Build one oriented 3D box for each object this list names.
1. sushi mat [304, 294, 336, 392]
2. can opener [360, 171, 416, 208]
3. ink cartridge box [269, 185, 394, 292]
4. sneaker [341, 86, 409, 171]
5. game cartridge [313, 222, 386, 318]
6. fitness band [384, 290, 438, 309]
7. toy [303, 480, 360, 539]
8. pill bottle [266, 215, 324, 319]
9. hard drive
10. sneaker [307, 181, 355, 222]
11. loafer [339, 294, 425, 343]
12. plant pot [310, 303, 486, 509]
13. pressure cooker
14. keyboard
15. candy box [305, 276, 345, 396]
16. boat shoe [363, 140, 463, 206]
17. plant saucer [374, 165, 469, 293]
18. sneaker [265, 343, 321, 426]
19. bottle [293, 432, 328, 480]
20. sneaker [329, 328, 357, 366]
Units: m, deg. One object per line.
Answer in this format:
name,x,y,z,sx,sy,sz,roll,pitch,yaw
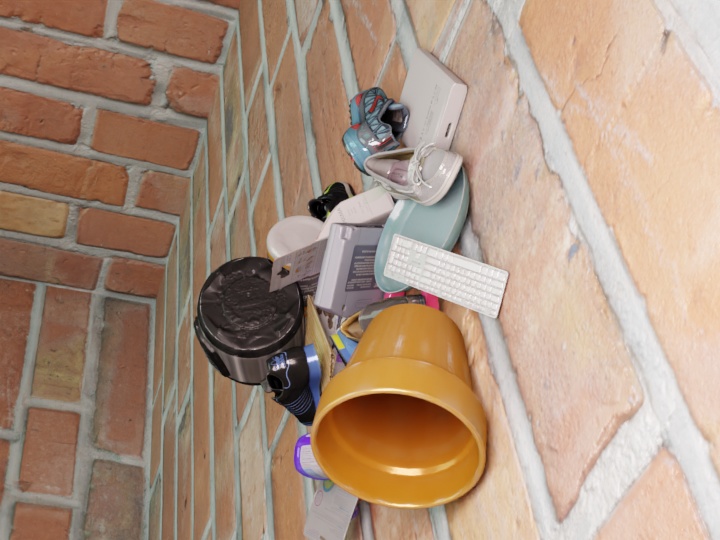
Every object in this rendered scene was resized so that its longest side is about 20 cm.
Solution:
sushi mat,-0.062,0.123,1.634,0.200,0.012,0.097,-118,30,-62
can opener,0.041,-0.135,1.607,0.054,0.066,0.200,-59,19,0
ink cartridge box,-0.051,-0.046,1.611,0.161,0.198,0.051,110,137,-70
sneaker,0.036,-0.222,1.621,0.095,0.080,0.201,-22,31,21
game cartridge,0.000,0.000,1.525,0.199,0.041,0.135,-2,-70,-63
fitness band,0.071,0.053,1.477,0.200,0.037,0.145,-116,39,-63
toy,-0.013,0.310,1.574,0.115,0.047,0.202,7,80,62
pill bottle,-0.102,0.012,1.854,0.201,0.115,0.117,91,174,-45
hard drive,0.098,-0.236,1.565,0.200,0.026,0.133,-116,40,-62
sneaker,-0.054,-0.120,1.885,0.200,0.082,0.073,-139,61,-70
loafer,0.031,0.073,1.421,0.200,0.071,0.074,139,136,-66
plant pot,0.054,0.145,1.263,0.184,0.198,0.201,-77,10,-49
pressure cooker,-0.172,0.093,1.741,0.200,0.177,0.177,93,-162,-65
keyboard,0.102,0.004,1.316,0.199,0.011,0.057,21,105,46
candy box,-0.030,0.095,1.712,0.168,0.071,0.202,-136,58,-69
boat shoe,0.069,-0.134,1.434,0.075,0.064,0.202,-65,23,-5
plant saucer,0.086,-0.057,1.432,0.200,0.027,0.201,-48,27,33
sneaker,-0.101,0.177,1.606,0.201,0.077,0.071,92,164,-53
bottle,-0.006,0.252,1.480,0.199,0.083,0.066,-15,64,46
sneaker,0.027,0.143,1.523,0.201,0.078,0.066,57,172,42
